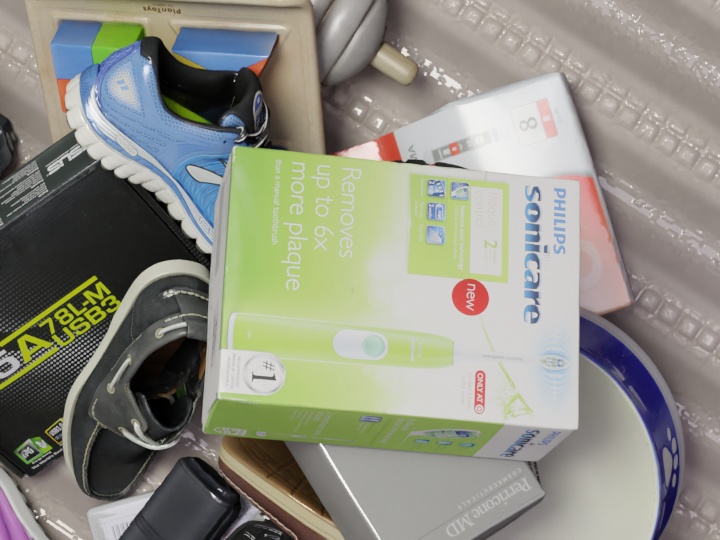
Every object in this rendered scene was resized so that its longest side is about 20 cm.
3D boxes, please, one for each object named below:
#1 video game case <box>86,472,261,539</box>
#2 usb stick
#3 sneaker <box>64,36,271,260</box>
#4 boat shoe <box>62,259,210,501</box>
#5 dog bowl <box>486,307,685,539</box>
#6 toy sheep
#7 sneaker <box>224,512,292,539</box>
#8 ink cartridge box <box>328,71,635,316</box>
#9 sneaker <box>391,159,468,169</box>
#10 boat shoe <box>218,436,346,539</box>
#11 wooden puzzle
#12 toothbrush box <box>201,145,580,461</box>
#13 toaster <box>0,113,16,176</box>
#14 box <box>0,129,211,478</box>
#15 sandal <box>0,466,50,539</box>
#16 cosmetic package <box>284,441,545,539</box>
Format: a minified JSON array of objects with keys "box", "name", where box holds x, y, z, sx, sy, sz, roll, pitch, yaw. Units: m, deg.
[{"box":[-0.067,0.223,1.350,0.199,0.023,0.183,-16,88,5],"name":"video game case"},{"box":[-0.152,0.210,1.328,0.055,0.033,0.200,40,101,13],"name":"usb stick"},{"box":[-0.079,-0.067,1.209,0.089,0.079,0.200,-36,124,28],"name":"sneaker"},{"box":[-0.142,0.086,1.293,0.200,0.072,0.068,-62,40,37],"name":"boat shoe"},{"box":[0.102,0.122,1.277,0.199,0.079,0.201,4,103,18],"name":"dog bowl"},{"box":[-0.051,-0.175,1.300,0.199,0.138,0.138,29,93,-11],"name":"toy sheep"},{"box":[-0.080,0.242,1.308,0.076,0.092,0.200,32,69,11],"name":"sneaker"},{"box":[0.063,-0.026,1.324,0.199,0.050,0.163,-17,88,2],"name":"ink cartridge box"},{"box":[0.000,0.000,1.308,0.200,0.087,0.074,-29,48,2],"name":"sneaker"},{"box":[-0.014,0.177,1.251,0.200,0.072,0.072,34,112,5],"name":"boat shoe"},{"box":[-0.116,-0.096,1.275,0.184,0.201,0.046,4,46,10],"name":"wooden puzzle"},{"box":[0.017,0.020,1.121,0.199,0.086,0.146,7,72,-10],"name":"toothbrush box"},{"box":[-0.307,-0.082,1.290,0.129,0.200,0.114,-20,108,5],"name":"toaster"},{"box":[-0.195,0.024,1.290,0.200,0.193,0.048,-34,48,4],"name":"box"},{"box":[-0.228,0.211,1.322,0.083,0.050,0.203,-50,62,14],"name":"sandal"},{"box":[0.009,0.083,1.189,0.107,0.090,0.200,-32,78,-16],"name":"cosmetic package"}]
